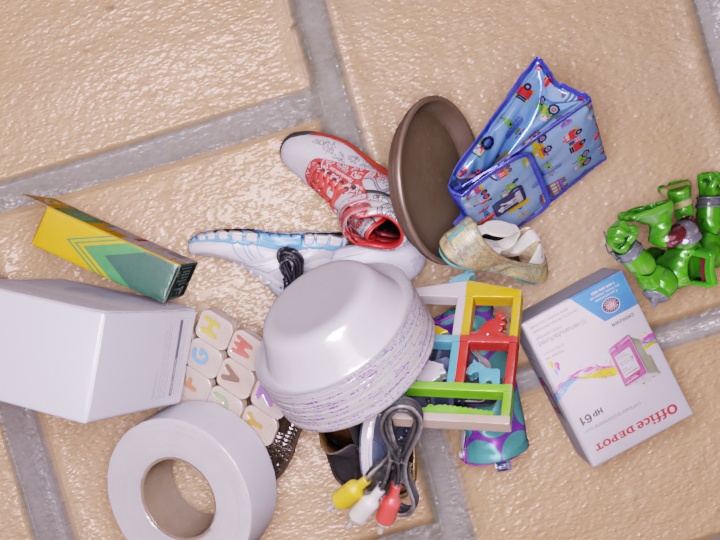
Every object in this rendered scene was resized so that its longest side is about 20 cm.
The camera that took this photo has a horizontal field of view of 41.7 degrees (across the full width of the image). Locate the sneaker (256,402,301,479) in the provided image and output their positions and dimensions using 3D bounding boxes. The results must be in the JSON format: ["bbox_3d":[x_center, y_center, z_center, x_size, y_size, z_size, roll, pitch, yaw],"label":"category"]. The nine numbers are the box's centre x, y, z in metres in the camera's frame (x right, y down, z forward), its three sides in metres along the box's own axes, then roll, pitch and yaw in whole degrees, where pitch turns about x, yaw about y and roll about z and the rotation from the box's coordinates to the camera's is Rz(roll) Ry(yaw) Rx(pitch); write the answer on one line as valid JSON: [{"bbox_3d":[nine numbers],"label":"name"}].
[{"bbox_3d":[-0.101,0.189,1.179,0.070,0.076,0.201,32,112,-6],"label":"sneaker"}]

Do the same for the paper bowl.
[{"bbox_3d":[-0.026,0.068,1.033,0.200,0.201,0.105,-32,121,0],"label":"paper bowl"}]

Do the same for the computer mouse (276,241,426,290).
[{"bbox_3d":[0.000,0.000,1.149,0.198,0.044,0.111,-17,115,-18],"label":"computer mouse"}]

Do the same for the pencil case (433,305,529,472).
[{"bbox_3d":[0.145,0.143,1.169,0.092,0.085,0.202,-15,91,-15],"label":"pencil case"}]

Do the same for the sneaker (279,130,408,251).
[{"bbox_3d":[-0.019,-0.095,1.137,0.200,0.108,0.068,27,127,2],"label":"sneaker"}]

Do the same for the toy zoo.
[{"bbox_3d":[0.112,0.083,1.059,0.130,0.021,0.201,1,55,17],"label":"toy zoo"}]

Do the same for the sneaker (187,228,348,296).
[{"bbox_3d":[-0.115,-0.008,1.167,0.198,0.075,0.088,3,97,-1],"label":"sneaker"}]

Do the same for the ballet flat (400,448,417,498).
[{"bbox_3d":[0.046,0.187,1.178,0.068,0.063,0.202,-6,91,1],"label":"ballet flat"}]

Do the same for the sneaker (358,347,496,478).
[{"bbox_3d":[0.080,0.170,1.098,0.145,0.077,0.204,10,88,18],"label":"sneaker"}]

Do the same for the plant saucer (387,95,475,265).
[{"bbox_3d":[0.090,-0.106,1.127,0.029,0.199,0.202,-3,92,36],"label":"plant saucer"}]

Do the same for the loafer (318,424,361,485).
[{"bbox_3d":[-0.027,0.194,1.134,0.072,0.072,0.201,12,128,25],"label":"loafer"}]

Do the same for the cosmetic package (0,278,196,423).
[{"bbox_3d":[-0.328,0.084,1.074,0.198,0.200,0.124,11,91,19],"label":"cosmetic package"}]

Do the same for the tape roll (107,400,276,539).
[{"bbox_3d":[-0.202,0.262,1.134,0.201,0.071,0.204,5,103,21],"label":"tape roll"}]

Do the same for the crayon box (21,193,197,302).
[{"bbox_3d":[-0.305,-0.026,1.134,0.199,0.126,0.052,25,91,-1],"label":"crayon box"}]

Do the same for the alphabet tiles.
[{"bbox_3d":[-0.182,0.151,1.151,0.195,0.015,0.201,31,110,18],"label":"alphabet tiles"}]

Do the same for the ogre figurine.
[{"bbox_3d":[0.384,-0.035,1.156,0.098,0.200,0.121,-9,106,40],"label":"ogre figurine"}]

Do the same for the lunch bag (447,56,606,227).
[{"bbox_3d":[0.182,-0.123,1.119,0.200,0.151,0.094,-45,61,1],"label":"lunch bag"}]

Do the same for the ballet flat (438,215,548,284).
[{"bbox_3d":[0.176,-0.026,1.121,0.199,0.070,0.071,9,92,-43],"label":"ballet flat"}]

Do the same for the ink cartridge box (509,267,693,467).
[{"bbox_3d":[0.297,0.119,1.171,0.144,0.085,0.201,-28,93,-1],"label":"ink cartridge box"}]

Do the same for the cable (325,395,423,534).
[{"bbox_3d":[0.036,0.223,1.033,0.096,0.051,0.201,22,131,-4],"label":"cable"}]
